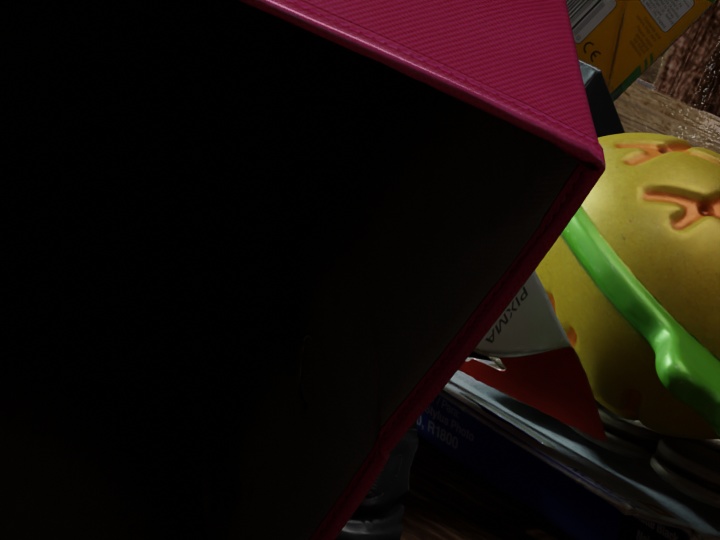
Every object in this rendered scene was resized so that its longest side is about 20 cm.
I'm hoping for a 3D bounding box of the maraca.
[{"bbox_3d":[0.132,0.019,0.890,0.137,0.107,0.201,27,24,-34],"label":"maraca"}]

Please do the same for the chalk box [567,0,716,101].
[{"bbox_3d":[0.094,-0.166,1.198,0.125,0.124,0.200,50,-14,-14],"label":"chalk box"}]

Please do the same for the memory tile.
[{"bbox_3d":[0.156,0.082,0.952,0.199,0.017,0.153,30,11,39],"label":"memory tile"}]

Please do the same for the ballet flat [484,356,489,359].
[{"bbox_3d":[0.135,0.050,1.251,0.199,0.068,0.062,30,-5,32],"label":"ballet flat"}]

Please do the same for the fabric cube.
[{"bbox_3d":[-0.080,-0.053,0.550,0.195,0.200,0.200,21,36,-20],"label":"fabric cube"}]

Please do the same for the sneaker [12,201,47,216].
[{"bbox_3d":[-0.162,-0.007,0.692,0.199,0.082,0.088,20,10,-30],"label":"sneaker"}]

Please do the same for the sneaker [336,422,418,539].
[{"bbox_3d":[-0.020,0.027,0.753,0.075,0.115,0.200,19,9,-23],"label":"sneaker"}]

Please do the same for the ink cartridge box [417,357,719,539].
[{"bbox_3d":[0.103,0.090,0.965,0.199,0.041,0.199,15,11,-43],"label":"ink cartridge box"}]

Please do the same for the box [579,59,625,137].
[{"bbox_3d":[0.076,-0.049,1.170,0.141,0.079,0.200,30,-17,34],"label":"box"}]

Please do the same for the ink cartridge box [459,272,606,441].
[{"bbox_3d":[0.000,0.000,0.863,0.159,0.047,0.200,25,-23,35],"label":"ink cartridge box"}]
